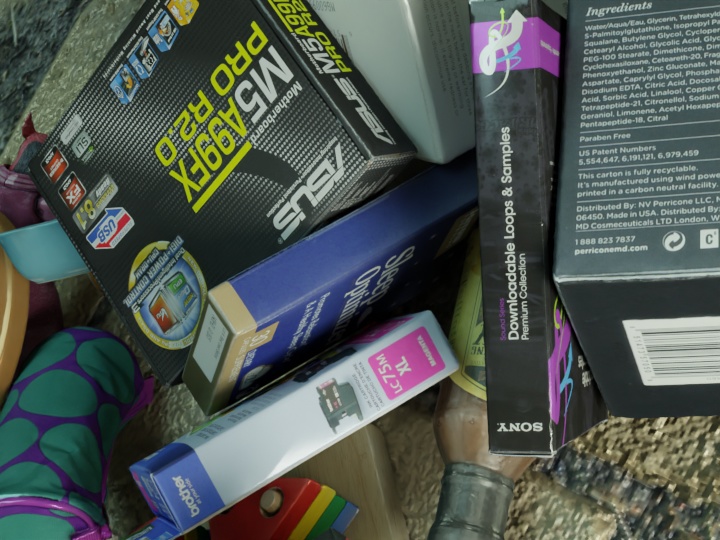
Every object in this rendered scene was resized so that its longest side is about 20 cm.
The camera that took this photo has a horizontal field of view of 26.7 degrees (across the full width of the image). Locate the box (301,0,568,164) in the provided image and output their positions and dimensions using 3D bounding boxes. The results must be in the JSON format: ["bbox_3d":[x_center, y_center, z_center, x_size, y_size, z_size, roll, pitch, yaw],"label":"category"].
[{"bbox_3d":[0.057,-0.157,0.853,0.199,0.107,0.152,-31,29,-30],"label":"box"}]

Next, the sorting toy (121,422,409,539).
[{"bbox_3d":[-0.065,0.202,0.842,0.198,0.069,0.201,-34,47,21],"label":"sorting toy"}]

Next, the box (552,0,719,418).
[{"bbox_3d":[0.161,-0.051,0.724,0.106,0.149,0.202,-4,61,19],"label":"box"}]

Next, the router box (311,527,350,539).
[{"bbox_3d":[0.045,0.213,0.639,0.062,0.200,0.150,-41,45,7],"label":"router box"}]

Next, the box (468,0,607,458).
[{"bbox_3d":[0.087,-0.020,0.722,0.036,0.143,0.202,-4,89,19],"label":"box"}]

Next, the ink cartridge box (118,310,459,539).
[{"bbox_3d":[-0.052,0.087,0.804,0.199,0.042,0.119,-32,2,-14],"label":"ink cartridge box"}]

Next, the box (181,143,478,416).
[{"bbox_3d":[0.000,0.000,0.814,0.199,0.121,0.032,-31,76,-24],"label":"box"}]

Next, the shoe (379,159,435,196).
[{"bbox_3d":[0.031,-0.053,0.893,0.199,0.070,0.054,-37,77,4],"label":"shoe"}]

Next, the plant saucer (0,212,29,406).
[{"bbox_3d":[-0.298,0.046,1.021,0.199,0.037,0.202,-19,60,38],"label":"plant saucer"}]

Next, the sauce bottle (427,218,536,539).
[{"bbox_3d":[0.075,0.059,0.812,0.064,0.065,0.202,-6,63,39],"label":"sauce bottle"}]

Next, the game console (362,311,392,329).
[{"bbox_3d":[-0.005,-0.070,0.992,0.176,0.031,0.201,19,79,40],"label":"game console"}]

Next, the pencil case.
[{"bbox_3d":[-0.184,0.115,0.934,0.200,0.091,0.086,-90,9,-62],"label":"pencil case"}]

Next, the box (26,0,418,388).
[{"bbox_3d":[-0.083,-0.059,0.822,0.200,0.044,0.161,-45,71,33],"label":"box"}]

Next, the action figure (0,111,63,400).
[{"bbox_3d":[-0.253,-0.014,1.080,0.133,0.149,0.202,14,102,28],"label":"action figure"}]

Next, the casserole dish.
[{"bbox_3d":[-0.135,-0.029,0.963,0.198,0.121,0.039,-12,95,13],"label":"casserole dish"}]

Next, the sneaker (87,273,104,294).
[{"bbox_3d":[-0.126,-0.073,1.069,0.077,0.078,0.202,5,76,36],"label":"sneaker"}]
